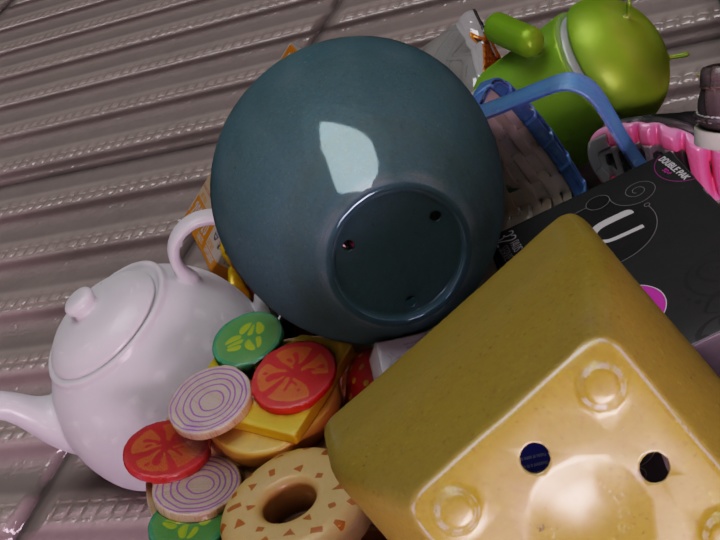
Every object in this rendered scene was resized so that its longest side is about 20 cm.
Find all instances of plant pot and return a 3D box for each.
[{"bbox_3d":[0.009,-0.034,0.837,0.198,0.202,0.135,-27,26,-1],"label":"plant pot"},{"bbox_3d":[0.102,0.102,0.646,0.194,0.196,0.200,-41,-3,4],"label":"plant pot"}]

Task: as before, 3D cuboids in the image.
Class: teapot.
[{"bbox_3d":[-0.172,0.062,1.041,0.196,0.146,0.201,-8,45,42],"label":"teapot"}]

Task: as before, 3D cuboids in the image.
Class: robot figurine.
[{"bbox_3d":[0.175,-0.149,1.114,0.199,0.175,0.117,-34,39,36],"label":"robot figurine"}]

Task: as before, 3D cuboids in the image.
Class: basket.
[{"bbox_3d":[0.127,-0.066,1.007,0.198,0.177,0.140,-8,46,41],"label":"basket"}]

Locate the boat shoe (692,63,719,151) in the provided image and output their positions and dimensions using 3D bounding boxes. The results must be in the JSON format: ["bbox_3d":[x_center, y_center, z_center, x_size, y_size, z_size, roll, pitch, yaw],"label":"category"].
[{"bbox_3d":[0.308,-0.143,0.966,0.071,0.061,0.200,10,27,39],"label":"boat shoe"}]

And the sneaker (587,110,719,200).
[{"bbox_3d":[0.281,-0.101,1.041,0.197,0.080,0.096,2,34,22],"label":"sneaker"}]

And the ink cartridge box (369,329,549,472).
[{"bbox_3d":[0.076,0.132,0.802,0.098,0.039,0.202,-10,69,-11],"label":"ink cartridge box"}]

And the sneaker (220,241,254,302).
[{"bbox_3d":[-0.074,-0.023,1.075,0.076,0.201,0.074,5,56,-12],"label":"sneaker"}]

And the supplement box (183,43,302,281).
[{"bbox_3d":[-0.074,-0.091,1.204,0.201,0.073,0.126,-57,29,11],"label":"supplement box"}]

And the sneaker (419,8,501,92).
[{"bbox_3d":[0.098,-0.188,1.315,0.091,0.076,0.201,-28,23,13],"label":"sneaker"}]

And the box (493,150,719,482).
[{"bbox_3d":[0.188,0.042,0.853,0.147,0.125,0.201,-25,30,3],"label":"box"}]

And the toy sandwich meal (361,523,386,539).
[{"bbox_3d":[0.036,0.124,0.899,0.203,0.071,0.206,-19,32,13],"label":"toy sandwich meal"}]

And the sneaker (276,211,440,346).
[{"bbox_3d":[0.000,0.000,0.954,0.077,0.083,0.201,43,108,32],"label":"sneaker"}]

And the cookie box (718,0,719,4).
[{"bbox_3d":[0.404,-0.264,1.177,0.169,0.076,0.201,-18,32,16],"label":"cookie box"}]

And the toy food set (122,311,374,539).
[{"bbox_3d":[-0.058,0.113,0.867,0.196,0.049,0.201,9,49,31],"label":"toy food set"}]
